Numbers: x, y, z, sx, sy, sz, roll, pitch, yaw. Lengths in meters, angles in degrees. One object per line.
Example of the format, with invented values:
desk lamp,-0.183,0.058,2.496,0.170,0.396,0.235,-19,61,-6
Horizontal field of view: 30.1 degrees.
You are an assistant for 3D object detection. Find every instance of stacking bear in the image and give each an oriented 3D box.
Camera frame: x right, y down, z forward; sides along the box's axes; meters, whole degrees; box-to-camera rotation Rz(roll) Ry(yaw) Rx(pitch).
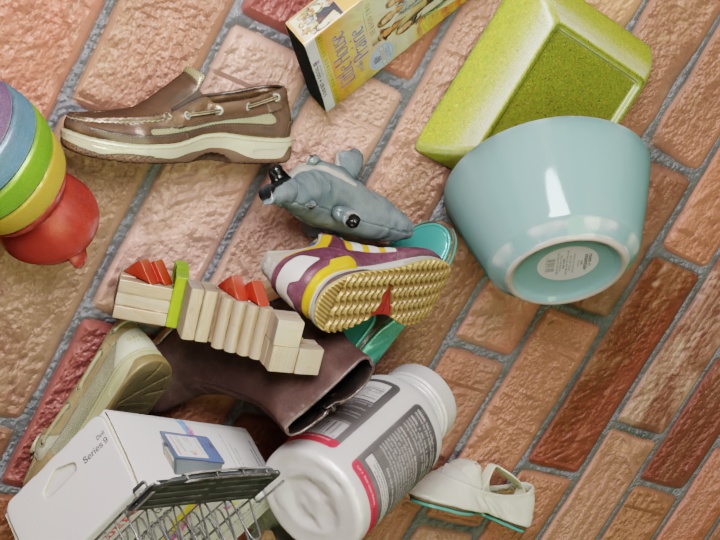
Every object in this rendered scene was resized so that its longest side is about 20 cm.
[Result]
stacking bear,-0.274,-0.072,1.018,0.113,0.122,0.200,-31,142,8

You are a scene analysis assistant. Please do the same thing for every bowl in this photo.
bowl,0.183,-0.041,1.255,0.199,0.106,0.201,-5,148,-3

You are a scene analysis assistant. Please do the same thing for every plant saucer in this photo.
plant saucer,0.180,-0.156,1.277,0.199,0.048,0.200,23,105,-39

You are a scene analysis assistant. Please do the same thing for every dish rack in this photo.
dish rack,-0.155,0.227,1.108,0.153,0.055,0.200,1,143,-46

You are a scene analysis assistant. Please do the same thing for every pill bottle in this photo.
pill bottle,0.008,0.166,1.252,0.200,0.110,0.111,-36,138,-48

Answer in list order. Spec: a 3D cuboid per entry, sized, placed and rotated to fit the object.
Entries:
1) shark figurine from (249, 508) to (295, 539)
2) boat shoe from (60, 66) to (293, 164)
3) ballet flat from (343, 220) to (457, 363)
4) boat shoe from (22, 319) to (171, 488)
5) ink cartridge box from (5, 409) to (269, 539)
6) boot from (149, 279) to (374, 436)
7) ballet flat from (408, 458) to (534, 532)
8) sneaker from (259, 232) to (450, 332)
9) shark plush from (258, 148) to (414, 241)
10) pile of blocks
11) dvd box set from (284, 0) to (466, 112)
shark figurine,-0.039,0.194,1.314,0.213,0.128,0.090,-24,118,-19
boat shoe,-0.147,-0.129,1.089,0.201,0.075,0.075,-4,107,-37
ballet flat,0.023,0.035,1.298,0.200,0.067,0.070,-49,155,4
boat shoe,-0.244,0.134,1.195,0.073,0.063,0.201,5,128,-51
ink cartridge box,-0.191,0.208,1.199,0.145,0.088,0.200,-44,148,18
boot,-0.101,0.092,1.179,0.199,0.166,0.073,-35,130,-6
ballet flat,0.126,0.241,1.486,0.199,0.069,0.070,23,105,-43
sneaker,0.000,0.000,1.182,0.199,0.090,0.075,-1,121,-55
shark plush,-0.022,-0.065,1.151,0.091,0.083,0.200,-54,156,2
pile of blocks,-0.118,0.026,1.137,0.082,0.199,0.063,-41,148,-70
dvd box set,0.032,-0.226,1.107,0.200,0.029,0.146,-39,165,-6
